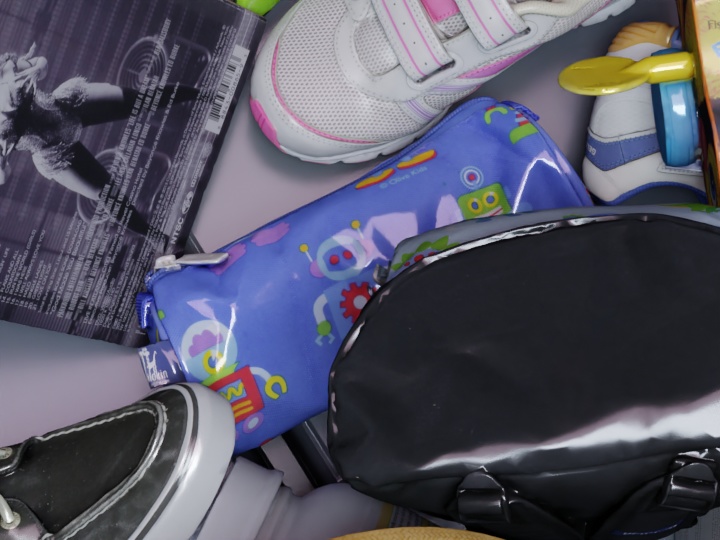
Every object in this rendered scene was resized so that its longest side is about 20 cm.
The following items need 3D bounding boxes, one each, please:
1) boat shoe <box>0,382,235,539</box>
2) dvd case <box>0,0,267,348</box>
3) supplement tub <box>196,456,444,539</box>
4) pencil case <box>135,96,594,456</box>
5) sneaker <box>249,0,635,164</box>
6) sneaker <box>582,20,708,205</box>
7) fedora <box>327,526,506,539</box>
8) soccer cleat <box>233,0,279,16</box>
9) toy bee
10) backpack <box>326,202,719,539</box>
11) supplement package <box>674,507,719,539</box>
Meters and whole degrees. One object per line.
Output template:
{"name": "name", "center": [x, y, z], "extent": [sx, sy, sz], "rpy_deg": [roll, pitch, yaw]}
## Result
{"name": "boat shoe", "center": [-0.133, 0.104, 0.787], "extent": [0.200, 0.071, 0.064], "rpy_deg": [-39, 129, 19]}
{"name": "dvd case", "center": [-0.118, -0.052, 0.788], "extent": [0.016, 0.200, 0.149], "rpy_deg": [22, 93, 31]}
{"name": "supplement tub", "center": [0.015, 0.171, 0.794], "extent": [0.199, 0.145, 0.146], "rpy_deg": [27, 80, 0]}
{"name": "pencil case", "center": [0.000, 0.000, 0.850], "extent": [0.199, 0.078, 0.087], "rpy_deg": [-28, 106, -9]}
{"name": "sneaker", "center": [0.041, -0.117, 0.866], "extent": [0.200, 0.088, 0.082], "rpy_deg": [-33, 86, -8]}
{"name": "sneaker", "center": [0.191, -0.036, 0.885], "extent": [0.199, 0.075, 0.089], "rpy_deg": [19, 94, 3]}
{"name": "fedora", "center": [0.007, 0.179, 0.680], "extent": [0.200, 0.082, 0.202], "rpy_deg": [1, 84, -7]}
{"name": "soccer cleat", "center": [-0.107, -0.180, 0.878], "extent": [0.200, 0.068, 0.081], "rpy_deg": [34, 91, 0]}
{"name": "toy bee", "center": [0.156, -0.062, 0.795], "extent": [0.131, 0.109, 0.201], "rpy_deg": [-28, 91, 3]}
{"name": "backpack", "center": [0.076, 0.040, 0.738], "extent": [0.162, 0.200, 0.154], "rpy_deg": [-8, 66, 7]}
{"name": "supplement package", "center": [0.213, 0.124, 0.789], "extent": [0.150, 0.200, 0.153], "rpy_deg": [4, 82, -4]}
